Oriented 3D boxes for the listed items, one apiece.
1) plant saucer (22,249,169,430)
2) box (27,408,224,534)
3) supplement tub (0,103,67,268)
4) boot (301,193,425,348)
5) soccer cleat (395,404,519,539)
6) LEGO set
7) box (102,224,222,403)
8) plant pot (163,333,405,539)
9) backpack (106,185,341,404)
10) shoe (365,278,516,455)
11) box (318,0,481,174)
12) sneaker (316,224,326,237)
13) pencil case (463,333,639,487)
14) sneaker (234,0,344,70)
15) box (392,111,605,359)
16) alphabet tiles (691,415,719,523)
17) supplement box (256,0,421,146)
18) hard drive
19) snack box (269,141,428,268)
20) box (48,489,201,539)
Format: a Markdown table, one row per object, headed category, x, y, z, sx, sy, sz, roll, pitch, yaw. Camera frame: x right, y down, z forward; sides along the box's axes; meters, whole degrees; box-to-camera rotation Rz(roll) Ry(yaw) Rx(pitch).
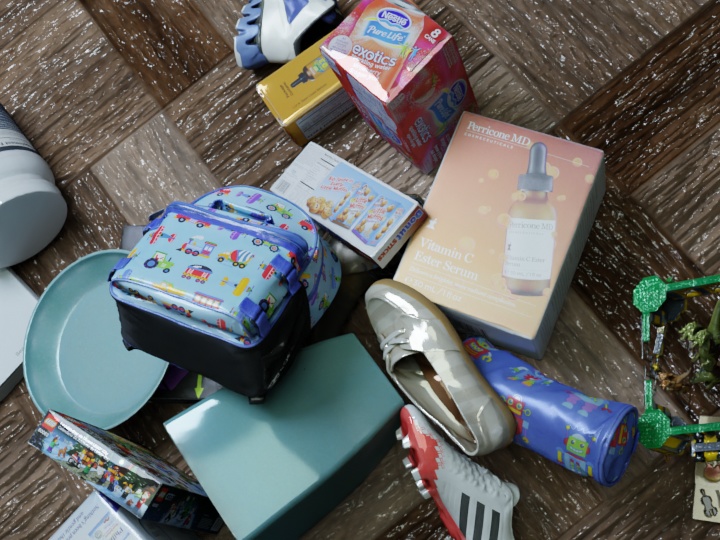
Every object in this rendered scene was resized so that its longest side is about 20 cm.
| category | x | y | z | sx | sy | sz | roll | pitch | yaw |
| --- | --- | --- | --- | --- | --- | --- | --- | --- | --- |
| plant saucer | -0.273 | 0.077 | 1.114 | 0.200 | 0.036 | 0.200 | -8 | 71 | 23 |
| box | -0.217 | 0.200 | 1.013 | 0.137 | 0.200 | 0.038 | 28 | 80 | 19 |
| supplement tub | -0.442 | -0.114 | 1.193 | 0.140 | 0.140 | 0.200 | -40 | 69 | -1 |
| boot | 0.000 | 0.000 | 1.076 | 0.097 | 0.075 | 0.200 | 4 | 73 | 37 |
| soccer cleat | 0.103 | 0.207 | 0.986 | 0.085 | 0.069 | 0.200 | -28 | 93 | -6 |
| LEGO set | 0.342 | 0.092 | 0.975 | 0.154 | 0.116 | 0.200 | -25 | 56 | 40 |
| box | -0.203 | 0.046 | 1.144 | 0.143 | 0.036 | 0.200 | -1 | 73 | 13 |
| plant pot | -0.059 | 0.162 | 1.023 | 0.200 | 0.141 | 0.141 | -36 | 69 | -6 |
| backpack | -0.116 | -0.001 | 0.981 | 0.183 | 0.135 | 0.200 | 21 | 53 | 19 |
| shoe | 0.065 | 0.089 | 0.968 | 0.053 | 0.070 | 0.200 | -23 | 65 | -41 |
| box | 0.047 | -0.192 | 1.066 | 0.095 | 0.200 | 0.100 | -46 | 69 | 0 |
| sneaker | -0.086 | 0.034 | 1.108 | 0.200 | 0.074 | 0.116 | -43 | 100 | -23 |
| pencil case | 0.168 | 0.130 | 0.984 | 0.200 | 0.087 | 0.078 | 23 | 113 | 38 |
| sneaker | -0.068 | -0.322 | 1.205 | 0.115 | 0.081 | 0.200 | 9 | 83 | 12 |
| box | 0.143 | -0.035 | 1.047 | 0.152 | 0.106 | 0.200 | 19 | 79 | 18 |
| alphabet tiles | 0.416 | 0.196 | 0.966 | 0.200 | 0.008 | 0.167 | 5 | 75 | 15 |
| supplement box | -0.014 | -0.228 | 1.164 | 0.200 | 0.069 | 0.067 | -34 | 68 | 0 |
| hard drive | -0.451 | 0.050 | 1.207 | 0.200 | 0.027 | 0.132 | 41 | 87 | 20 |
| snack box | -0.017 | -0.072 | 1.072 | 0.072 | 0.024 | 0.200 | -49 | 42 | -6 |
| box | -0.184 | 0.317 | 0.981 | 0.200 | 0.184 | 0.105 | 40 | 84 | 20 |
